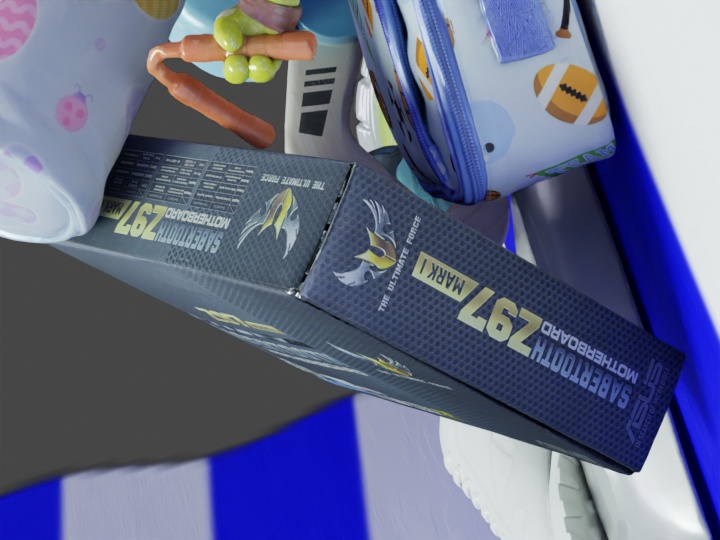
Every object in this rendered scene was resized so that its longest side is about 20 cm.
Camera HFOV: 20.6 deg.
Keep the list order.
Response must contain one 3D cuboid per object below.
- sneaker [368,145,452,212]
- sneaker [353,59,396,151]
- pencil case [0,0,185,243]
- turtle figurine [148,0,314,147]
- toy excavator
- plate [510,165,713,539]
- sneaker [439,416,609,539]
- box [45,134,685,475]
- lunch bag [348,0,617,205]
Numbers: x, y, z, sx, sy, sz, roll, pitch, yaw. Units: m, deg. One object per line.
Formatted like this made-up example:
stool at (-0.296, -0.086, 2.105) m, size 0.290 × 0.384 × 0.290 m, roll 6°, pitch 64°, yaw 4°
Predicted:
sneaker at (0.000, 0.000, 0.940) m, size 0.200 × 0.095 × 0.079 m, roll 95°, pitch 163°, yaw -59°
sneaker at (0.038, -0.124, 1.019) m, size 0.090 × 0.078 × 0.200 m, roll 38°, pitch 149°, yaw 48°
pencil case at (-0.101, -0.108, 0.714) m, size 0.083 × 0.200 × 0.091 m, roll 33°, pitch 158°, yaw -29°
turtle figurine at (-0.031, -0.125, 0.613) m, size 0.064 × 0.161 × 0.200 m, roll -51°, pitch -54°, yaw -34°
toy excavator at (-0.025, -0.100, 0.828) m, size 0.100 × 0.194 × 0.201 m, roll 118°, pitch 162°, yaw -83°
plate at (0.102, 0.043, 0.857) m, size 0.200 × 0.032 × 0.200 m, roll 68°, pitch -176°, yaw -73°
sneaker at (0.085, 0.099, 0.966) m, size 0.076 × 0.080 × 0.200 m, roll 35°, pitch -147°, yaw -40°
box at (-0.007, 0.008, 0.712) m, size 0.158 × 0.051 × 0.200 m, roll 30°, pitch 170°, yaw -33°
lunch bag at (0.027, -0.124, 0.701) m, size 0.160 × 0.075 × 0.200 m, roll -120°, pitch 11°, yaw -84°
